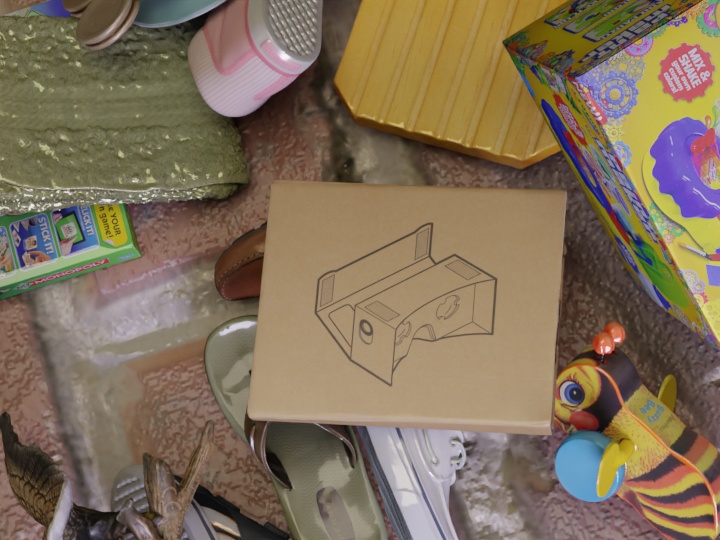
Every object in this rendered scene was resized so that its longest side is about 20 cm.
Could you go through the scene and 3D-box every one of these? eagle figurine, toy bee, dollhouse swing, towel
[{"bbox_3d":[-0.192,0.178,1.310,0.199,0.152,0.152,-3,117,35],"label":"eagle figurine"},{"bbox_3d":[0.161,0.096,1.321,0.199,0.109,0.131,20,34,-3],"label":"toy bee"},{"bbox_3d":[0.081,-0.204,1.396,0.199,0.182,0.176,16,57,10],"label":"dollhouse swing"},{"bbox_3d":[-0.183,-0.112,1.432,0.199,0.037,0.149,-4,71,-16],"label":"towel"}]

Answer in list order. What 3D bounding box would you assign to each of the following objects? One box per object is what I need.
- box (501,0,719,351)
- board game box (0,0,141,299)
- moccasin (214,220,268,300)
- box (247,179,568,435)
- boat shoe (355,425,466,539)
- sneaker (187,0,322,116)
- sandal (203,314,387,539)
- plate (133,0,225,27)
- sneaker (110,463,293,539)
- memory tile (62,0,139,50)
[{"bbox_3d":[0.207,-0.081,1.291,0.122,0.193,0.201,-31,105,-2],"label":"box"},{"bbox_3d":[-0.247,-0.086,1.465,0.134,0.029,0.201,-18,74,2],"label":"board game box"},{"bbox_3d":[0.000,0.001,1.396,0.200,0.074,0.078,-3,63,-4],"label":"moccasin"},{"bbox_3d":[0.032,0.023,1.328,0.199,0.021,0.164,2,71,10],"label":"box"},{"bbox_3d":[0.039,0.116,1.350,0.067,0.074,0.201,-22,87,-10],"label":"boat shoe"},{"bbox_3d":[-0.071,-0.187,1.433,0.075,0.105,0.201,34,40,-22],"label":"sneaker"},{"bbox_3d":[-0.039,0.115,1.374,0.080,0.057,0.202,-29,74,-2],"label":"sandal"},{"bbox_3d":[-0.104,-0.257,1.434,0.200,0.026,0.201,-27,41,26],"label":"plate"},{"bbox_3d":[-0.086,0.200,1.351,0.200,0.079,0.079,44,125,31],"label":"sneaker"},{"bbox_3d":[-0.132,-0.248,1.420,0.200,0.017,0.153,-42,36,8],"label":"memory tile"}]
